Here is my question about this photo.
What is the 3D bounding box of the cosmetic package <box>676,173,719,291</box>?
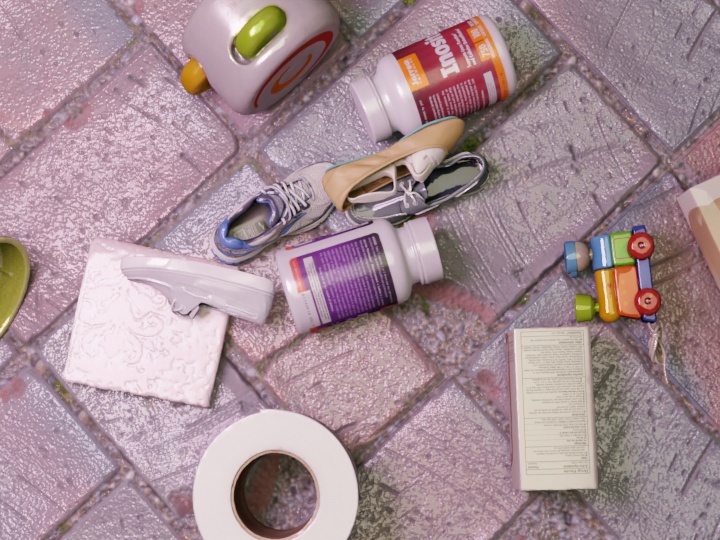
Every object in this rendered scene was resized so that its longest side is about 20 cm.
[{"bbox_3d":[0.499,-0.030,1.646,0.104,0.071,0.202,-25,84,-3],"label":"cosmetic package"}]

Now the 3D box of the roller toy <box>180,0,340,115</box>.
[{"bbox_3d":[-0.131,-0.303,1.629,0.140,0.200,0.182,47,51,5],"label":"roller toy"}]

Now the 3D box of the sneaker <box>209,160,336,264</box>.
[{"bbox_3d":[-0.102,-0.077,1.644,0.199,0.085,0.077,-36,84,-12],"label":"sneaker"}]

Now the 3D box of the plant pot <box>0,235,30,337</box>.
[{"bbox_3d":[-0.551,0.005,1.604,0.183,0.200,0.202,29,84,16],"label":"plant pot"}]

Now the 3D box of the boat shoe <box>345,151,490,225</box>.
[{"bbox_3d":[0.073,-0.109,1.663,0.198,0.062,0.074,-17,84,-1],"label":"boat shoe"}]

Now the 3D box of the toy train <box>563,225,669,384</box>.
[{"bbox_3d":[0.325,0.050,1.638,0.114,0.085,0.203,-6,83,10],"label":"toy train"}]

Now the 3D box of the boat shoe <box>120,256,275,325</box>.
[{"bbox_3d":[-0.209,0.027,1.621,0.198,0.072,0.069,12,82,-9],"label":"boat shoe"}]

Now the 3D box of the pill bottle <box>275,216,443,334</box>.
[{"bbox_3d":[0.000,0.000,1.626,0.198,0.111,0.113,-17,83,-1],"label":"pill bottle"}]

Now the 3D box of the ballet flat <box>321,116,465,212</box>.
[{"bbox_3d":[0.049,-0.129,1.631,0.198,0.069,0.064,-23,65,4],"label":"ballet flat"}]

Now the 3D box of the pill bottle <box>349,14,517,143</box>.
[{"bbox_3d":[0.093,-0.242,1.652,0.198,0.113,0.114,-24,84,-2],"label":"pill bottle"}]

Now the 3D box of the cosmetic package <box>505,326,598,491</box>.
[{"bbox_3d":[0.239,0.174,1.616,0.102,0.087,0.203,0,82,-1],"label":"cosmetic package"}]

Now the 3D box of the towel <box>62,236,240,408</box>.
[{"bbox_3d":[-0.270,0.068,1.659,0.197,0.032,0.193,11,83,-1],"label":"towel"}]

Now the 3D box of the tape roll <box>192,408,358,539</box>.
[{"bbox_3d":[-0.100,0.275,1.581,0.200,0.139,0.205,0,83,1],"label":"tape roll"}]
